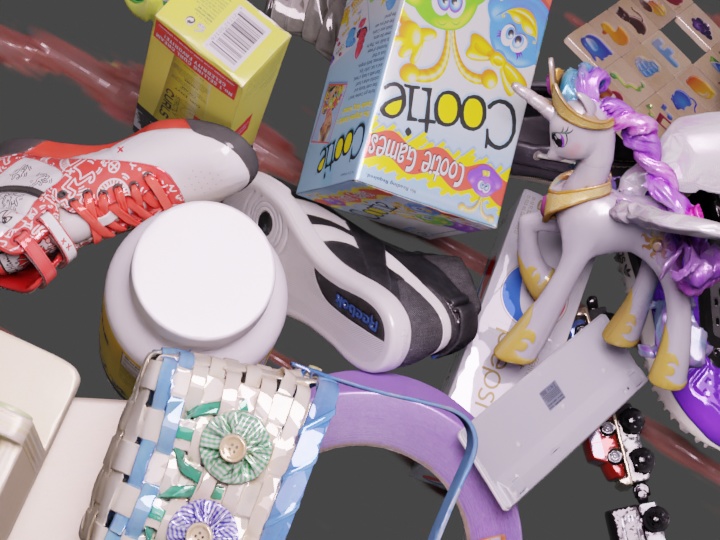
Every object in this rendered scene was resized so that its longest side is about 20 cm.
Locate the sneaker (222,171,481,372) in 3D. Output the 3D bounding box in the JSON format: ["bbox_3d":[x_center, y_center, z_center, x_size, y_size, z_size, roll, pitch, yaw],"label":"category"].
[{"bbox_3d":[0.000,0.000,1.429,0.112,0.073,0.200,-5,37,-40],"label":"sneaker"}]

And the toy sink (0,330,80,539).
[{"bbox_3d":[-0.257,0.109,1.217,0.130,0.112,0.200,24,75,2],"label":"toy sink"}]

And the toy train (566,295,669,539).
[{"bbox_3d":[0.171,0.115,1.450,0.046,0.034,0.200,-12,77,-1],"label":"toy train"}]

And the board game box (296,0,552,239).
[{"bbox_3d":[0.046,-0.132,1.384,0.103,0.105,0.200,18,80,-21],"label":"board game box"}]

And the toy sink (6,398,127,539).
[{"bbox_3d":[-0.203,0.151,1.334,0.200,0.112,0.131,2,75,-3],"label":"toy sink"}]

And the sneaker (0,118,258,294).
[{"bbox_3d":[-0.166,-0.035,1.368,0.201,0.067,0.108,-2,44,26],"label":"sneaker"}]

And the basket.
[{"bbox_3d":[-0.049,0.138,1.220,0.200,0.139,0.177,19,86,-14],"label":"basket"}]

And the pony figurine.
[{"bbox_3d":[0.180,-0.028,1.335,0.193,0.200,0.167,10,29,8],"label":"pony figurine"}]

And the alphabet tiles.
[{"bbox_3d":[0.225,-0.119,1.475,0.167,0.008,0.200,47,38,5],"label":"alphabet tiles"}]

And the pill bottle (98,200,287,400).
[{"bbox_3d":[-0.105,0.025,1.343,0.112,0.200,0.113,2,74,-8],"label":"pill bottle"}]

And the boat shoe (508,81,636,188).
[{"bbox_3d":[0.144,-0.096,1.486,0.200,0.063,0.073,1,76,-8],"label":"boat shoe"}]

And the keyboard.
[{"bbox_3d":[0.125,0.087,1.369,0.056,0.011,0.200,54,39,2],"label":"keyboard"}]

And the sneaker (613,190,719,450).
[{"bbox_3d":[0.236,0.021,1.440,0.070,0.099,0.200,-9,74,-41],"label":"sneaker"}]

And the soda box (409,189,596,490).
[{"bbox_3d":[0.099,0.052,1.436,0.064,0.068,0.200,21,73,-2],"label":"soda box"}]

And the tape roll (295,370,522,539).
[{"bbox_3d":[0.001,0.166,1.351,0.200,0.066,0.200,0,100,2],"label":"tape roll"}]

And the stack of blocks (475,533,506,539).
[{"bbox_3d":[0.005,0.241,1.300,0.200,0.059,0.115,-14,99,3],"label":"stack of blocks"}]

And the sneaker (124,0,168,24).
[{"bbox_3d":[-0.112,-0.267,1.483,0.074,0.084,0.200,13,73,-5],"label":"sneaker"}]

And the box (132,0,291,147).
[{"bbox_3d":[-0.098,-0.119,1.383,0.075,0.200,0.050,40,70,2],"label":"box"}]

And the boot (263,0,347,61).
[{"bbox_3d":[-0.011,-0.150,1.487,0.131,0.068,0.200,21,72,9],"label":"boot"}]
